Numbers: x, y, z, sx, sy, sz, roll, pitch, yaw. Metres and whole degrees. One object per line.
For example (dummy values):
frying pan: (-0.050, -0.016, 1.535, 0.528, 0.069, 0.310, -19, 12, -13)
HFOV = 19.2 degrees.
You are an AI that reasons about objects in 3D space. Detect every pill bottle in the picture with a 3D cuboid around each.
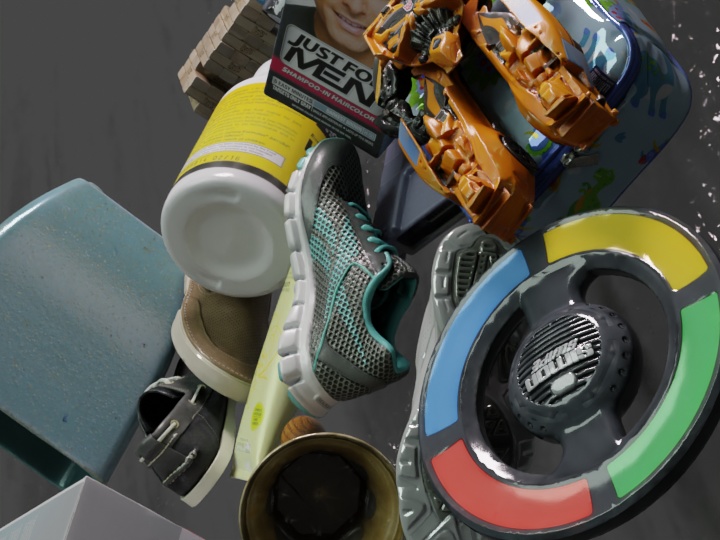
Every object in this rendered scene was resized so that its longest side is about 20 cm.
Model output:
pill bottle: (-0.073, -0.080, 1.630, 0.111, 0.111, 0.201, -41, 17, 36)

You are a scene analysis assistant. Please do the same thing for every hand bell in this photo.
hand bell: (-0.031, 0.127, 1.384, 0.104, 0.104, 0.200, -56, 11, 8)

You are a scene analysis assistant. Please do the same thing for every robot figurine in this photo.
robot figurine: (0.068, -0.116, 1.251, 0.145, 0.058, 0.200, -49, 43, 16)

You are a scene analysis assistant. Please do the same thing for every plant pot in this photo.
plant pot: (-0.244, 0.043, 1.732, 0.201, 0.196, 0.196, -56, 8, -17)

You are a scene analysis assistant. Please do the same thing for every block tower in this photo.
block tower: (-0.092, -0.229, 1.935, 0.201, 0.054, 0.058, -54, 25, 14)

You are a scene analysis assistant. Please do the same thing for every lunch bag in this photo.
lunch bag: (0.104, -0.115, 1.323, 0.161, 0.082, 0.201, -48, 42, 20)

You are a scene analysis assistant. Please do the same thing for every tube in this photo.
tube: (-0.048, 0.056, 1.522, 0.052, 0.058, 0.201, 18, 82, 27)

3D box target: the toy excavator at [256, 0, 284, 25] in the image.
toy excavator: (-0.045, -0.240, 1.766, 0.200, 0.194, 0.100, 31, 89, 41)

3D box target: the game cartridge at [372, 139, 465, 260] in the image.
game cartridge: (0.079, -0.099, 1.465, 0.200, 0.038, 0.130, -37, 36, 42)

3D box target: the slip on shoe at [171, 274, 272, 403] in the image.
slip on shoe: (-0.097, 0.027, 1.627, 0.061, 0.076, 0.200, -53, 16, 21)

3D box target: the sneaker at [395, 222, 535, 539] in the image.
sneaker: (0.063, 0.080, 1.259, 0.099, 0.077, 0.201, 106, 176, -71)

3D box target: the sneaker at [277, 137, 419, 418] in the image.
sneaker: (0.000, 0.000, 1.443, 0.091, 0.078, 0.202, -12, 64, 27)

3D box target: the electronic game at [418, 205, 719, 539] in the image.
electronic game: (0.114, 0.055, 1.142, 0.199, 0.042, 0.201, -23, 48, 28)

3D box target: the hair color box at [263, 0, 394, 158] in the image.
hair color box: (0.005, -0.183, 1.441, 0.061, 0.099, 0.201, -50, -16, -42)

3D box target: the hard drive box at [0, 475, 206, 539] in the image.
hard drive box: (-0.180, 0.234, 1.444, 0.200, 0.155, 0.077, -31, 35, 47)

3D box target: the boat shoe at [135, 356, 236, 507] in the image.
boat shoe: (-0.133, 0.101, 1.602, 0.072, 0.067, 0.200, -55, 14, 19)
